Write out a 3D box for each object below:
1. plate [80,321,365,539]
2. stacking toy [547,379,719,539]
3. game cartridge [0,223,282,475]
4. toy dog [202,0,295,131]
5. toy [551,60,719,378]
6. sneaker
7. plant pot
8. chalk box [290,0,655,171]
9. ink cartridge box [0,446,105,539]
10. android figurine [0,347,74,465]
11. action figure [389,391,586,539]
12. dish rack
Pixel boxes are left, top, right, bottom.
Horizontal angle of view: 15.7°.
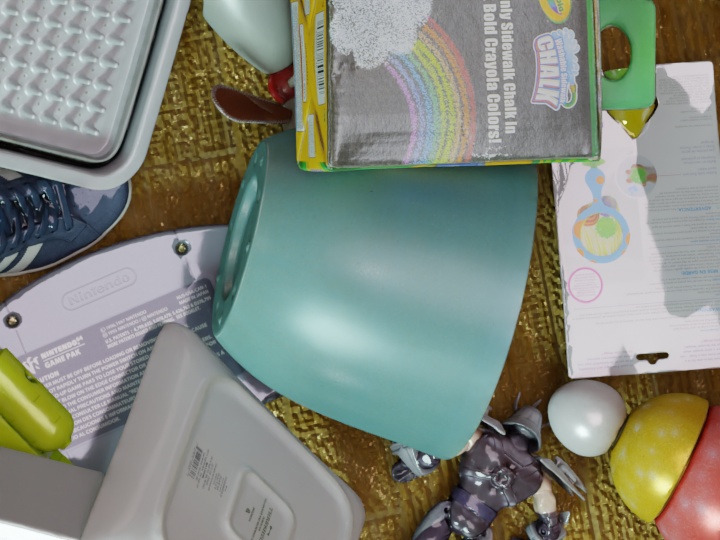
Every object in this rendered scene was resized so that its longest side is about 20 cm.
[{"bbox_3d":[-0.071,0.156,1.583,0.200,0.032,0.200,46,40,-26],"label":"plate"},{"bbox_3d":[0.214,0.124,1.681,0.199,0.146,0.147,29,84,1],"label":"stacking toy"},{"bbox_3d":[-0.150,0.052,1.658,0.199,0.042,0.134,-23,89,-10],"label":"game cartridge"},{"bbox_3d":[-0.055,-0.154,1.647,0.200,0.096,0.132,41,83,-7],"label":"toy dog"},{"bbox_3d":[0.181,-0.033,1.714,0.114,0.047,0.202,-4,89,-7],"label":"toy"},{"bbox_3d":[-0.235,-0.027,1.618,0.199,0.084,0.075,-20,93,-10],"label":"sneaker"},{"bbox_3d":[0.000,0.000,1.591,0.160,0.201,0.202,14,87,-10],"label":"plant pot"},{"bbox_3d":[0.067,-0.121,1.470,0.198,0.124,0.126,-2,93,-11],"label":"chalk box"},{"bbox_3d":[-0.246,0.208,1.567,0.145,0.084,0.201,15,115,-3],"label":"ink cartridge box"},{"bbox_3d":[-0.254,0.132,1.611,0.182,0.041,0.200,-40,98,15],"label":"android figurine"},{"bbox_3d":[0.064,0.165,1.681,0.130,0.069,0.201,33,77,-1],"label":"action figure"},{"bbox_3d":[-0.209,-0.150,1.582,0.199,0.043,0.173,14,95,-30],"label":"dish rack"}]
